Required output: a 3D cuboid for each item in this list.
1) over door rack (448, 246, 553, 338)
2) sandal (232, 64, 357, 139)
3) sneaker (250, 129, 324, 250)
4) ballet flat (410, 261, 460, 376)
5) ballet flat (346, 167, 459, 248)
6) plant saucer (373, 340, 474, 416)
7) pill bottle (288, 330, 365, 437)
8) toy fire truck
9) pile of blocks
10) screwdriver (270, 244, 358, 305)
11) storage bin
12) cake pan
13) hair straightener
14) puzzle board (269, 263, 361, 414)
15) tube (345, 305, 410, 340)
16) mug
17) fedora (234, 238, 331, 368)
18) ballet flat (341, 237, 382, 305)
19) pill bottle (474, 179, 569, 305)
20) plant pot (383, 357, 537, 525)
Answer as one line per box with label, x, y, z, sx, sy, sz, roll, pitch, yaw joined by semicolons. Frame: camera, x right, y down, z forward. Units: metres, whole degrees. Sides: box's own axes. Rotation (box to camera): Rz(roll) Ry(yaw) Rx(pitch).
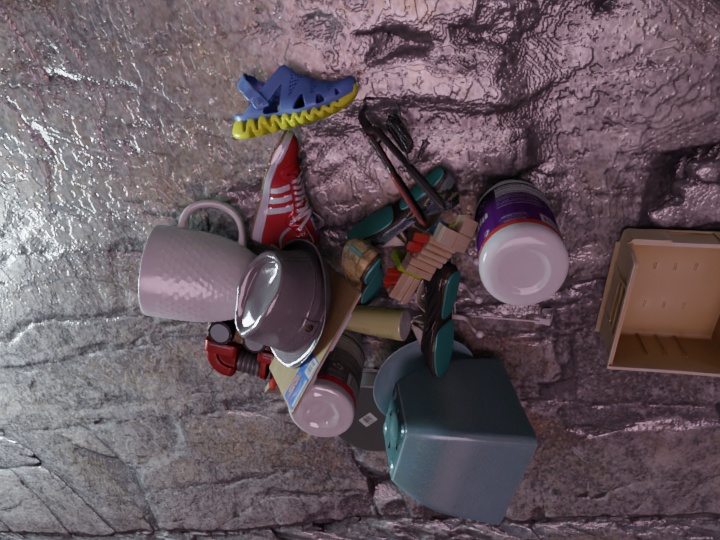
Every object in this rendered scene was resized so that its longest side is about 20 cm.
over door rack;0.217;0.030;0.850;0.194;0.067;0.151;-3;120;12
sandal;-0.100;-0.247;0.741;0.194;0.080;0.090;-10;104;11
sneaker;-0.099;-0.111;0.820;0.110;0.072;0.203;24;129;0
ballet flat;0.120;0.073;0.850;0.067;0.067;0.206;24;122;36
ballet flat;0.068;-0.076;0.815;0.197;0.075;0.075;-31;111;26
plant saucer;0.114;0.194;0.960;0.195;0.039;0.206;-6;120;-10
pill bottle;-0.050;0.171;0.899;0.107;0.202;0.114;4;121;7
toy fire truck;-0.195;0.170;0.986;0.171;0.129;0.206;12;112;3
pile of blocks;0.087;-0.032;0.779;0.061;0.084;0.200;20;138;-23
screwdriver;-0.072;0.008;0.888;0.029;0.028;0.199;-44;120;6
storage bin;0.485;0.048;0.797;0.194;0.094;0.204;3;121;8
cake pan;0.021;0.286;1.050;0.194;0.037;0.205;5;121;8
hair straightener;0.065;-0.168;0.746;0.076;0.041;0.203;-34;84;19
puzzle board;-0.073;0.100;0.818;0.017;0.150;0.204;27;94;-28
tube;-0.013;0.079;0.888;0.195;0.052;0.059;4;133;29
mug;-0.255;-0.015;0.874;0.170;0.148;0.207;8;92;-6
fedora;-0.129;0.047;0.786;0.089;0.179;0.201;7;132;-42
ballet flat;0.000;0.000;0.836;0.068;0.073;0.201;9;163;4
pill bottle;0.214;-0.050;0.724;0.109;0.202;0.115;4;121;7
plant pot;0.146;0.275;0.885;0.194;0.198;0.200;8;119;-10
